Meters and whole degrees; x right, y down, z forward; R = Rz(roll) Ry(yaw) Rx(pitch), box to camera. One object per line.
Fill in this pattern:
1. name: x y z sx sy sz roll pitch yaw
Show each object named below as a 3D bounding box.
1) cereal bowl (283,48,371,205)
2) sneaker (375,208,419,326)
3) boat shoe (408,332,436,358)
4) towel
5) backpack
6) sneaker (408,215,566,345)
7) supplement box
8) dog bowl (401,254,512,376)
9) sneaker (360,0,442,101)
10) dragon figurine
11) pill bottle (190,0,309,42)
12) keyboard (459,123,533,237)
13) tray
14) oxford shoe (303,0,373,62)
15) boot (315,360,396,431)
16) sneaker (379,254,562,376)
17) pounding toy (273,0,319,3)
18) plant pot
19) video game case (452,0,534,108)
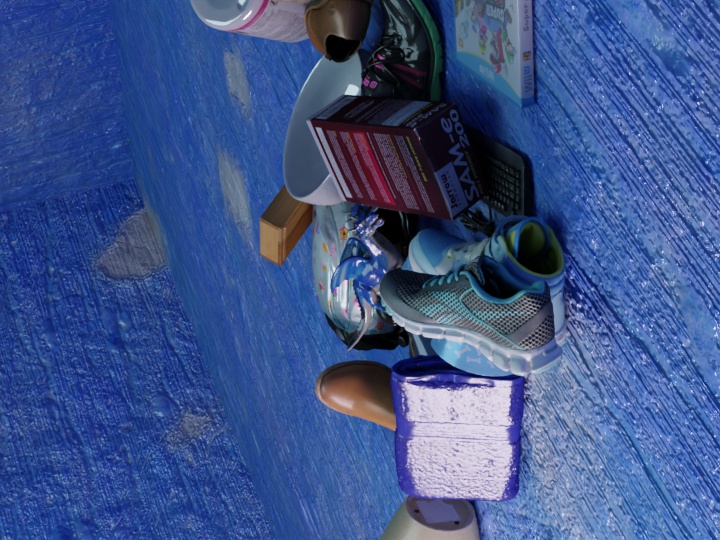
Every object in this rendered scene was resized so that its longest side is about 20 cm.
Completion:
1. cereal bowl: -0.015 -0.171 1.562 0.200 0.083 0.201 -38 44 49
2. sneaker: 0.036 -0.029 1.528 0.104 0.060 0.201 -16 -68 -77
3. boat shoe: 0.082 0.067 1.545 0.091 0.071 0.201 -153 49 -70
4. towel: 0.111 0.178 1.452 0.050 0.147 0.200 -77 -13 -52
5. backpack: 0.000 -0.011 1.655 0.167 0.126 0.201 -122 26 -54
6. sneaker: 0.129 -0.019 1.255 0.200 0.079 0.131 34 141 33
7. supplement box: 0.036 -0.122 1.341 0.200 0.061 0.109 16 136 54
8. dog bowl: 0.112 0.032 1.352 0.200 0.111 0.050 -123 37 -47
9. sneaker: 0.041 -0.219 1.383 0.077 0.084 0.201 -136 33 -59
10. dragon figurine: 0.000 0.000 1.472 0.200 0.099 0.059 -58 11 41
11. pill bottle: -0.104 -0.336 1.537 0.113 0.200 0.114 2 94 32
12. keyboard: 0.129 -0.082 1.334 0.200 0.021 0.127 -136 34 -62
13. tray: -0.065 -0.109 1.678 0.037 0.200 0.099 29 154 12
14. oxford shoe: -0.029 -0.265 1.438 0.200 0.071 0.072 158 118 -83
15. boot: 0.050 0.181 1.565 0.077 0.200 0.155 -64 19 7
16. sneaker: 0.103 0.022 1.193 0.200 0.078 0.091 19 125 33
17. pounding toy: -0.048 -0.401 1.354 0.200 0.142 0.185 164 106 -74
18. plant pot: 0.090 0.397 1.694 0.187 0.187 0.201 -128 41 -53
19. video game case: 0.120 -0.268 1.187 0.143 0.018 0.201 -130 28 -54
